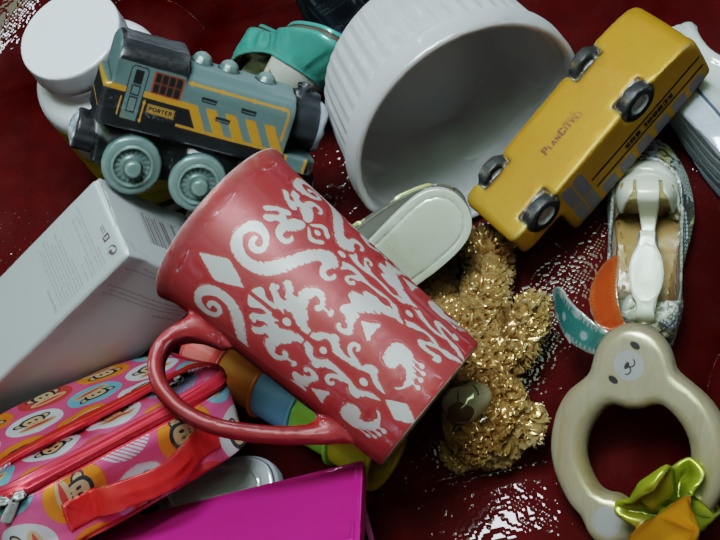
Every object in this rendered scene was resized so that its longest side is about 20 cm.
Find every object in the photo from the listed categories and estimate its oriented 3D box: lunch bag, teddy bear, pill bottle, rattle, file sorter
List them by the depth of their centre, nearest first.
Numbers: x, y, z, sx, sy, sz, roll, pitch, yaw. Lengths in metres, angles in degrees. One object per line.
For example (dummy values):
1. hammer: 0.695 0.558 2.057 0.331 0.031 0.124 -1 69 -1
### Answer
1. rattle: 0.168 0.093 0.727 0.129 0.142 0.203 -10 89 41
2. file sorter: -0.080 0.234 0.731 0.197 0.139 0.127 -14 99 4
3. lunch bag: -0.187 0.134 0.785 0.199 0.083 0.175 -27 18 -30
4. teddy bear: 0.082 0.052 0.834 0.143 0.067 0.202 3 65 18
5. pill bottle: -0.205 -0.141 0.924 0.111 0.200 0.114 -6 63 11

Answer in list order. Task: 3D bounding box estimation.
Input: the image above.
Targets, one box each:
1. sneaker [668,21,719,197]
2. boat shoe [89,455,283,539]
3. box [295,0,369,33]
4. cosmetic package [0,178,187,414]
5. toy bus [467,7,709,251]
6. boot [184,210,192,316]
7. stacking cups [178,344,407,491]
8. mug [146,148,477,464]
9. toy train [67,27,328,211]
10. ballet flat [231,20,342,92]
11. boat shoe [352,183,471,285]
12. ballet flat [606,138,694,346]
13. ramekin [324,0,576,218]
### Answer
1. sneaker: 0.290 -0.129 0.864 0.070 0.073 0.201 -27 61 4
2. boat shoe: -0.156 0.192 0.828 0.198 0.065 0.074 -24 61 3
3. box: 0.005 -0.283 0.939 0.147 0.200 0.108 -27 62 1
4. cosmetic package: -0.226 0.033 0.863 0.199 0.113 0.082 -39 60 16
5. toy bus: 0.175 -0.105 0.835 0.201 0.078 0.065 -50 56 7
6. boot: -0.098 -0.046 0.930 0.089 0.073 0.202 18 80 20
7. stacking cups: -0.059 0.105 0.857 0.198 0.061 0.061 23 72 28
8. mug: -0.038 0.046 0.759 0.199 0.133 0.178 39 104 8
9. toy train: -0.121 -0.110 0.833 0.198 0.115 0.085 13 22 -21
10. ballet flat: -0.065 -0.176 0.946 0.071 0.067 0.200 -58 26 -3
11. boat shoe: 0.002 0.002 0.844 0.201 0.060 0.072 -36 100 13
12. ballet flat: 0.224 -0.029 0.836 0.071 0.072 0.203 2 65 15
13. ramekin: 0.064 -0.141 0.864 0.199 0.201 0.106 -30 52 -2
